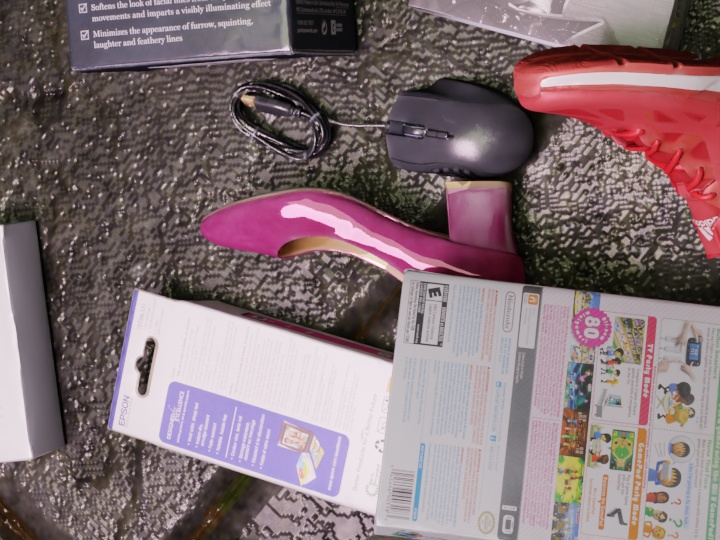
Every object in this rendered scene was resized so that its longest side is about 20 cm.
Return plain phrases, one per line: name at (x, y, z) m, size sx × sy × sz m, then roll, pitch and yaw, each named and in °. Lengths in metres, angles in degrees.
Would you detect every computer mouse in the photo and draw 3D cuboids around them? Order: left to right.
computer mouse at (0.009, -0.088, 1.357) m, size 0.198 × 0.034 × 0.059 m, roll 5°, pitch 98°, yaw 21°

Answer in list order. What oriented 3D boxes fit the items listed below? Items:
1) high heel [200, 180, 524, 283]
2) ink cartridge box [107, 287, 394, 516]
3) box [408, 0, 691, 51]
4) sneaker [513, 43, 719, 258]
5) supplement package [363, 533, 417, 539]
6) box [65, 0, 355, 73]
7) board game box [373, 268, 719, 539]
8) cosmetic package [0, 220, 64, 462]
high heel at (0.000, 0.000, 1.352) m, size 0.198 × 0.067 × 0.097 m, roll -2°, pitch 84°, yaw 8°
ink cartridge box at (-0.056, 0.080, 1.396) m, size 0.198 × 0.037 × 0.096 m, roll 15°, pitch 101°, yaw 16°
box at (0.126, -0.230, 1.292) m, size 0.157 × 0.048 × 0.202 m, roll 17°, pitch 101°, yaw 19°
sneaker at (0.177, -0.061, 1.239) m, size 0.198 × 0.078 × 0.117 m, roll 2°, pitch 102°, yaw -11°
supplement package at (-0.013, 0.257, 1.355) m, size 0.200 × 0.109 × 0.114 m, roll -45°, pitch 79°, yaw 18°
box at (-0.094, -0.223, 1.345) m, size 0.147 × 0.107 × 0.202 m, roll -2°, pitch 95°, yaw 21°
board game box at (0.114, 0.087, 1.263) m, size 0.198 × 0.064 × 0.149 m, roll 7°, pitch 76°, yaw 3°
cosmetic package at (-0.300, 0.053, 1.477) m, size 0.198 × 0.052 × 0.152 m, roll -6°, pitch 94°, yaw 21°
